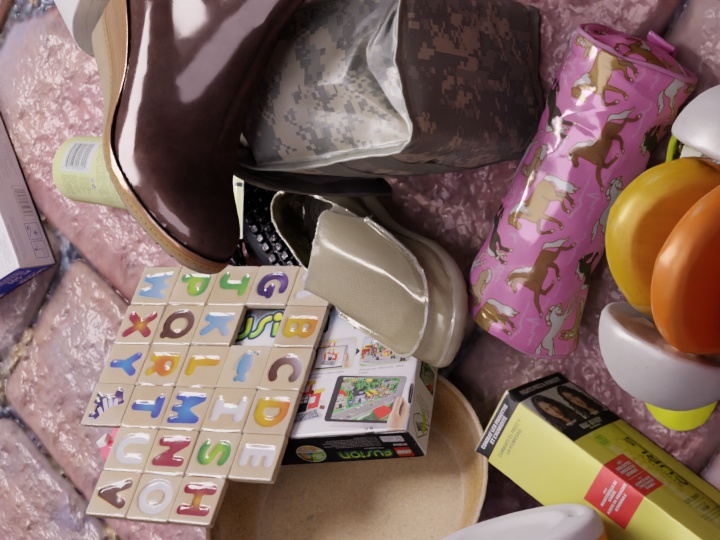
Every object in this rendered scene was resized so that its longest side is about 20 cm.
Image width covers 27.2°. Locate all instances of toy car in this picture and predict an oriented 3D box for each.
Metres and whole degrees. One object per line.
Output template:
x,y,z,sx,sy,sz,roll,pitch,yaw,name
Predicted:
0.232,0.009,0.770,0.150,0.199,0.176,-117,42,-69,toy car

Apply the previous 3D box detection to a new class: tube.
-0.150,-0.069,1.093,0.199,0.052,0.058,7,139,45,tube

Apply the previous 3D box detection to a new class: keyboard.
-0.078,-0.044,1.072,0.104,0.040,0.201,-42,72,30,keyboard

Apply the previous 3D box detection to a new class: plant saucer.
-0.006,0.152,0.975,0.199,0.036,0.201,-14,49,17,plant saucer

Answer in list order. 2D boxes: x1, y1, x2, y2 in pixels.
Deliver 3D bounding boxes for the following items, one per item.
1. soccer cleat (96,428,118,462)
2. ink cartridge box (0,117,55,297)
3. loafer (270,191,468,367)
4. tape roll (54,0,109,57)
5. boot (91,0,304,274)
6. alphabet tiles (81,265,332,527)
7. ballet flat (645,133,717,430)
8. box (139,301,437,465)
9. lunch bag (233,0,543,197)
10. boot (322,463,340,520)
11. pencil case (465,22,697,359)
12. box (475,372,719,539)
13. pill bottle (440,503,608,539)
-0.109,0.119,1.110,0.199,0.067,0.077,-23,115,29,soccer cleat
-0.332,-0.077,1.241,0.094,0.044,0.201,-27,80,32,ink cartridge box
0.000,0.000,0.956,0.200,0.068,0.076,44,128,51,loafer
-0.128,-0.251,0.981,0.202,0.202,0.140,-37,75,32,tape roll
-0.078,-0.119,0.843,0.166,0.072,0.201,-38,61,30,boot
-0.111,0.080,1.009,0.166,0.008,0.201,0,54,27,alphabet tiles
0.189,0.002,0.876,0.066,0.067,0.202,17,106,33,ballet flat
-0.046,0.076,1.007,0.199,0.035,0.111,-6,52,24,box
-0.007,-0.107,0.937,0.199,0.164,0.119,-7,87,36,lunch bag
-0.044,0.234,1.088,0.199,0.068,0.190,-19,89,45,boot
0.130,-0.048,0.895,0.082,0.087,0.201,19,110,-7,pencil case
0.170,0.142,0.903,0.200,0.075,0.050,38,115,26,box
0.111,0.246,0.854,0.112,0.112,0.201,-15,91,35,pill bottle
